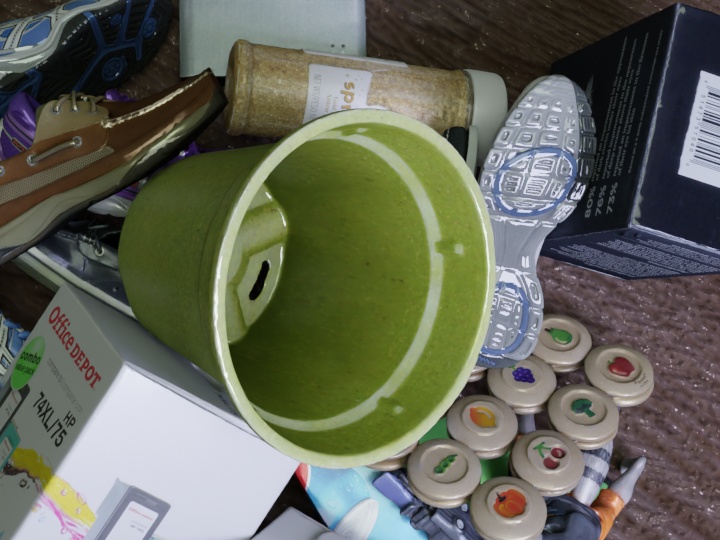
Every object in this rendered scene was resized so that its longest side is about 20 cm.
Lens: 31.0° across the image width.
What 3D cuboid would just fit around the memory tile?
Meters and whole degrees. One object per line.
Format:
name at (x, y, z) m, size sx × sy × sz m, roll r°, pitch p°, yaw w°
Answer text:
memory tile at (0.098, 0.091, 0.891) m, size 0.152 × 0.017 × 0.200 m, roll 28°, pitch 50°, yaw 25°

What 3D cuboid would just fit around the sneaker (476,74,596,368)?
sneaker at (0.100, -0.039, 0.880) m, size 0.074 × 0.087 × 0.202 m, roll 14°, pitch 109°, yaw -10°

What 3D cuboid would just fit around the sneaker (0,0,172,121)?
sneaker at (-0.225, -0.159, 0.926) m, size 0.199 × 0.076 × 0.077 m, roll -33°, pitch 58°, yaw -21°

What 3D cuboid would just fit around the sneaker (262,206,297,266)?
sneaker at (0.000, 0.000, 0.934) m, size 0.197 × 0.075 × 0.117 m, roll -14°, pitch 89°, yaw -7°

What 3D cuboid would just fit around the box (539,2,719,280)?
box at (0.198, -0.079, 0.891) m, size 0.103 × 0.200 × 0.150 m, roll 15°, pitch 85°, yaw -14°

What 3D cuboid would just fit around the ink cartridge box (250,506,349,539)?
ink cartridge box at (-0.047, 0.285, 0.800) m, size 0.143 × 0.147 × 0.202 m, roll 27°, pitch 114°, yaw 16°

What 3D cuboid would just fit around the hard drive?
hard drive at (-0.067, -0.241, 0.969) m, size 0.137 × 0.033 × 0.203 m, roll -1°, pitch 85°, yaw -5°

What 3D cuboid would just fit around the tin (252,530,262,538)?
tin at (-0.031, 0.273, 0.893) m, size 0.111 × 0.042 × 0.202 m, roll -19°, pitch 95°, yaw 32°

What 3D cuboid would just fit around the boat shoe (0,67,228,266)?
boat shoe at (-0.181, -0.077, 0.829) m, size 0.199 × 0.076 × 0.074 m, roll -32°, pitch 97°, yaw 3°

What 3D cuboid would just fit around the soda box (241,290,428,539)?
soda box at (-0.024, 0.119, 0.920) m, size 0.067 × 0.064 × 0.201 m, roll -31°, pitch 87°, yaw -7°

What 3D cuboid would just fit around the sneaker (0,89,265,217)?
sneaker at (-0.150, -0.080, 0.892) m, size 0.197 × 0.081 × 0.084 m, roll 6°, pitch 116°, yaw -12°

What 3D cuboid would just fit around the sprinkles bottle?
sprinkles bottle at (0.003, -0.119, 0.927) m, size 0.197 × 0.068 × 0.069 m, roll 5°, pitch 84°, yaw -13°

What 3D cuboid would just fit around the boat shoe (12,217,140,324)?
boat shoe at (-0.193, -0.009, 0.919) m, size 0.199 × 0.075 × 0.063 m, roll 32°, pitch 78°, yaw -7°

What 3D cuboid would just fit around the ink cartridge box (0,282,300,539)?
ink cartridge box at (-0.167, 0.144, 0.828) m, size 0.145 × 0.147 × 0.201 m, roll 33°, pitch 91°, yaw -33°

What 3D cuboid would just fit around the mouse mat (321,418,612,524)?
mouse mat at (0.076, 0.192, 0.956) m, size 0.198 × 0.008 × 0.163 m, roll 25°, pitch 83°, yaw -3°

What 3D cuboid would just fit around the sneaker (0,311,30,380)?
sneaker at (-0.264, 0.050, 0.903) m, size 0.076 × 0.076 × 0.203 m, roll -17°, pitch 96°, yaw -13°

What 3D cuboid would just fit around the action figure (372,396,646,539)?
action figure at (0.114, 0.163, 0.879) m, size 0.199 × 0.104 × 0.195 m, roll 38°, pitch 44°, yaw -16°

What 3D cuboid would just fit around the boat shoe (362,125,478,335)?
boat shoe at (0.036, -0.009, 0.876) m, size 0.060 × 0.076 × 0.202 m, roll 13°, pitch 72°, yaw 5°

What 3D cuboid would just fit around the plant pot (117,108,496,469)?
plant pot at (-0.051, -0.001, 0.790) m, size 0.198 × 0.183 × 0.203 m, roll -7°, pitch 102°, yaw -36°
